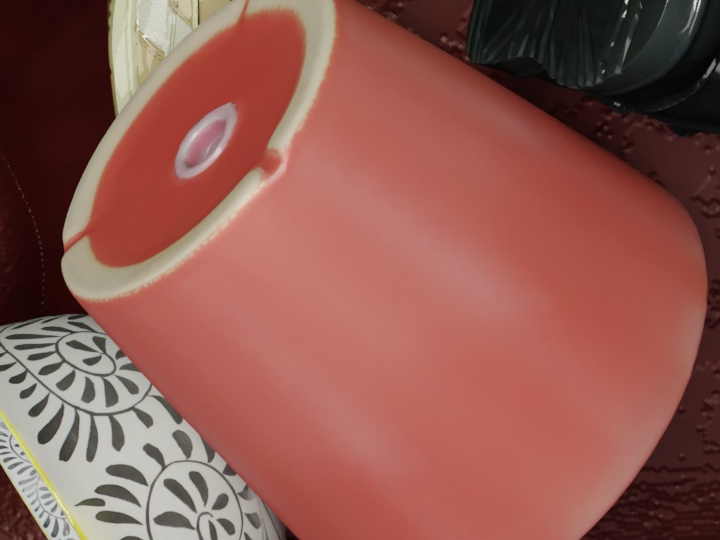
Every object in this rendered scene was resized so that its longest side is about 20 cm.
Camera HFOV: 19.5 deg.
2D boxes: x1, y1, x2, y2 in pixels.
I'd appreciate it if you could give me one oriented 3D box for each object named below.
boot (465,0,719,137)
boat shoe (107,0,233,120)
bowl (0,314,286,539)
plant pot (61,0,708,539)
[{"bbox_3d":[0.139,-0.079,0.740,0.162,0.198,0.074,14,89,-14],"label":"boot"},{"bbox_3d":[-0.061,-0.105,0.831,0.066,0.074,0.201,1,114,13],"label":"boat shoe"},{"bbox_3d":[-0.086,0.088,0.880,0.094,0.201,0.201,-33,108,-13],"label":"bowl"},{"bbox_3d":[0.000,0.000,0.778,0.200,0.201,0.177,-39,121,20],"label":"plant pot"}]
